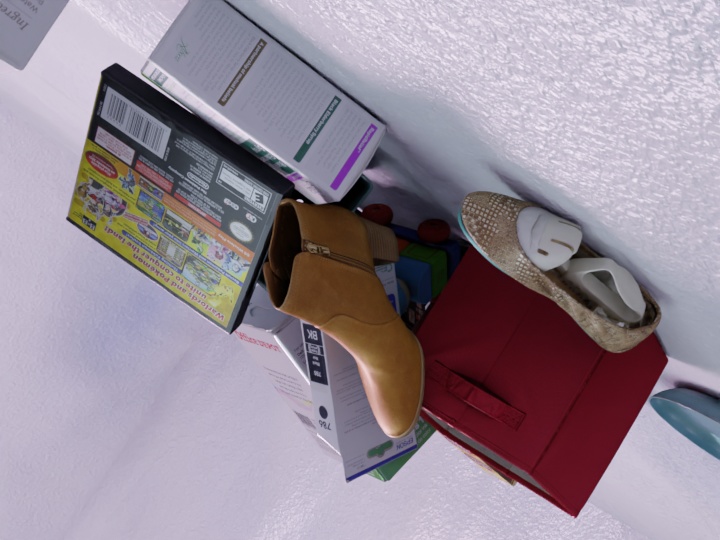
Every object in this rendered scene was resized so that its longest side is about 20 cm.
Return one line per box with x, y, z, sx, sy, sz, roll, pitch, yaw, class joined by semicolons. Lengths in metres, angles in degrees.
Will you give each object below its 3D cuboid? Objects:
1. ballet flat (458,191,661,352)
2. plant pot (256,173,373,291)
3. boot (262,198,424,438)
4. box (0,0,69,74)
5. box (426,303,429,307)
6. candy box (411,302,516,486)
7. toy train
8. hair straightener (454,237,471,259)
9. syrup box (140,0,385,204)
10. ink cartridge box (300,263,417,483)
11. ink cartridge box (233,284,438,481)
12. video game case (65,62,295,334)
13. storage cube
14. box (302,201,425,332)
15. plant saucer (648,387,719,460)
0.167;-0.007;1.042;0.199;0.071;0.065;34;146;-23;ballet flat
-0.085;-0.078;1.301;0.141;0.142;0.200;40;-177;-4;plant pot
-0.019;0.043;1.116;0.070;0.204;0.143;-18;163;40;boot
-0.275;-0.256;0.876;0.199;0.172;0.199;37;172;-22;box
0.113;0.068;1.721;0.199;0.061;0.117;28;171;37;box
0.125;0.132;1.414;0.200;0.117;0.056;42;168;-28;candy box
-0.007;-0.011;1.331;0.198;0.115;0.086;17;124;31;toy train
0.095;-0.005;1.394;0.077;0.041;0.200;36;173;-15;hair straightener
-0.083;-0.145;1.114;0.199;0.082;0.079;37;172;-13;syrup box
-0.003;0.086;1.219;0.099;0.203;0.039;-18;-164;-40;ink cartridge box
-0.033;0.103;1.325;0.201;0.084;0.144;55;161;-20;ink cartridge box
-0.168;-0.062;1.178;0.199;0.026;0.182;34;131;10;video game case
0.159;0.094;1.212;0.170;0.181;0.200;29;172;31;storage cube
0.000;0.000;1.475;0.158;0.048;0.201;37;-158;-18;box
0.388;0.175;1.331;0.199;0.028;0.200;34;173;5;plant saucer
